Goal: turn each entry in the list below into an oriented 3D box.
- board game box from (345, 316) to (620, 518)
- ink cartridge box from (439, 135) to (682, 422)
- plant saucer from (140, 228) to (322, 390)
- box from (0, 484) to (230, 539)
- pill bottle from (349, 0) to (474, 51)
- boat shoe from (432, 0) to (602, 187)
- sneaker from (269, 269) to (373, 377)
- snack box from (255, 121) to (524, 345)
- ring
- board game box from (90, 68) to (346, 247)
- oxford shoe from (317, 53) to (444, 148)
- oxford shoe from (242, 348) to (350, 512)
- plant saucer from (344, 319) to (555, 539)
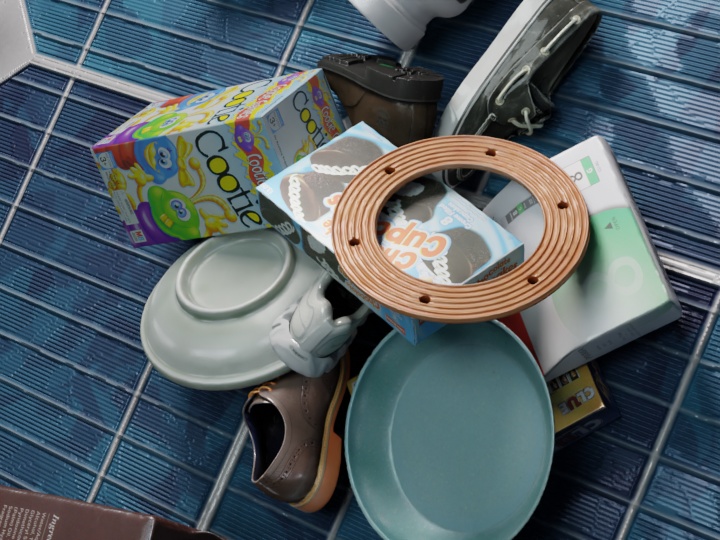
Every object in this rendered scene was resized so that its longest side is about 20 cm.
[{"bbox_3d":[0.096,0.104,1.497,0.200,0.035,0.136,-31,60,19],"label":"board game box"},{"bbox_3d":[0.135,0.006,1.459,0.200,0.050,0.161,-26,61,12],"label":"ink cartridge box"},{"bbox_3d":[-0.103,0.015,1.589,0.200,0.050,0.200,-13,41,12],"label":"plant saucer"},{"bbox_3d":[-0.223,0.284,1.546,0.200,0.166,0.164,6,75,33],"label":"box"},{"bbox_3d":[0.076,-0.294,1.601,0.200,0.116,0.116,-45,56,10],"label":"pill bottle"},{"bbox_3d":[0.128,-0.148,1.544,0.064,0.071,0.200,37,100,25],"label":"boat shoe"},{"bbox_3d":[0.000,0.000,1.526,0.081,0.075,0.200,-50,8,50],"label":"sneaker"},{"bbox_3d":[0.022,-0.033,1.470,0.116,0.037,0.200,-34,52,-23],"label":"snack box"},{"bbox_3d":[0.077,-0.031,1.423,0.200,0.019,0.200,-3,46,3],"label":"ring"},{"bbox_3d":[-0.119,-0.097,1.620,0.200,0.103,0.105,-8,114,36],"label":"board game box"},{"bbox_3d":[0.008,-0.143,1.593,0.200,0.073,0.084,-138,50,-65],"label":"oxford shoe"},{"bbox_3d":[-0.057,0.101,1.553,0.071,0.073,0.200,-33,46,40],"label":"oxford shoe"},{"bbox_3d":[0.076,0.130,1.439,0.200,0.036,0.200,-7,79,38],"label":"plant saucer"}]
